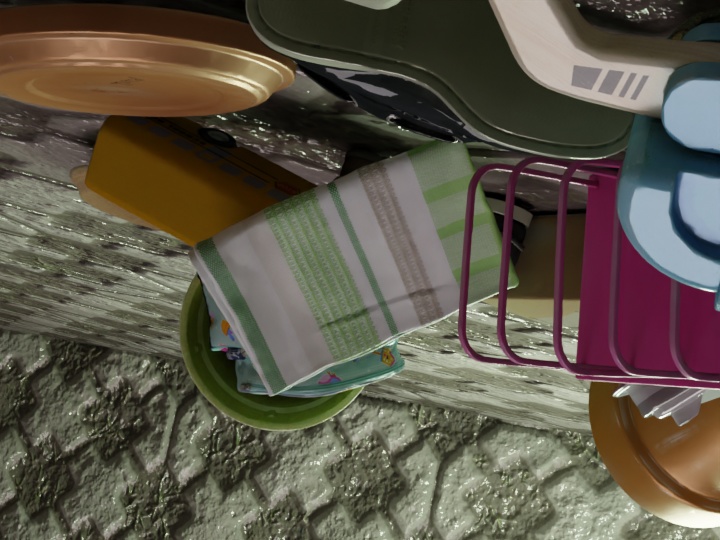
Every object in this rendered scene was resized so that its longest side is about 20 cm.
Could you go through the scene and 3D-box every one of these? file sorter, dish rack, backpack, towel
[{"bbox_3d":[0.164,-0.002,0.893,0.125,0.139,0.200,7,175,-33],"label":"file sorter"},{"bbox_3d":[0.280,0.052,1.024,0.172,0.044,0.200,-37,164,28],"label":"dish rack"},{"bbox_3d":[-0.034,0.034,1.344,0.176,0.154,0.200,-12,178,-32],"label":"backpack"},{"bbox_3d":[0.000,0.000,1.020,0.200,0.031,0.149,-23,132,3],"label":"towel"}]

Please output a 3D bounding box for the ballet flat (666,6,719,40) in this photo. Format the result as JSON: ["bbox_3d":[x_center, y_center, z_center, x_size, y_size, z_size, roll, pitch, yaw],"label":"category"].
[{"bbox_3d":[0.229,-0.079,0.655,0.200,0.071,0.071,10,170,15],"label":"ballet flat"}]

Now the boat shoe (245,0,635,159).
[{"bbox_3d":[0.040,-0.101,0.737,0.199,0.075,0.066,13,173,-2],"label":"boat shoe"}]

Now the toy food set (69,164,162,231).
[{"bbox_3d":[-0.151,-0.065,1.285,0.198,0.049,0.200,12,170,1],"label":"toy food set"}]

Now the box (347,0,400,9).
[{"bbox_3d":[-0.008,-0.155,0.363,0.128,0.109,0.200,15,171,-16],"label":"box"}]

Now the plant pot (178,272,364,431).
[{"bbox_3d":[-0.078,0.055,1.560,0.200,0.201,0.184,12,-177,1],"label":"plant pot"}]

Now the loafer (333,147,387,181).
[{"bbox_3d":[0.012,-0.009,1.134,0.073,0.071,0.200,21,146,23],"label":"loafer"}]

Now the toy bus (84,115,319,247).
[{"bbox_3d":[-0.091,-0.048,1.067,0.200,0.065,0.078,28,-156,14],"label":"toy bus"}]

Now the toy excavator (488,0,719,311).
[{"bbox_3d":[0.129,-0.064,0.595,0.200,0.100,0.195,9,133,11],"label":"toy excavator"}]

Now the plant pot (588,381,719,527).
[{"bbox_3d":[0.328,0.107,1.301,0.200,0.201,0.183,15,155,-12],"label":"plant pot"}]

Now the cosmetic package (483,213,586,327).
[{"bbox_3d":[0.193,0.002,1.153,0.105,0.071,0.200,18,169,-33],"label":"cosmetic package"}]

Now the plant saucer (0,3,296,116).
[{"bbox_3d":[-0.137,-0.118,0.875,0.200,0.032,0.200,1,176,0],"label":"plant saucer"}]

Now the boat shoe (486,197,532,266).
[{"bbox_3d":[0.045,-0.026,1.201,0.200,0.068,0.072,7,174,42],"label":"boat shoe"}]
